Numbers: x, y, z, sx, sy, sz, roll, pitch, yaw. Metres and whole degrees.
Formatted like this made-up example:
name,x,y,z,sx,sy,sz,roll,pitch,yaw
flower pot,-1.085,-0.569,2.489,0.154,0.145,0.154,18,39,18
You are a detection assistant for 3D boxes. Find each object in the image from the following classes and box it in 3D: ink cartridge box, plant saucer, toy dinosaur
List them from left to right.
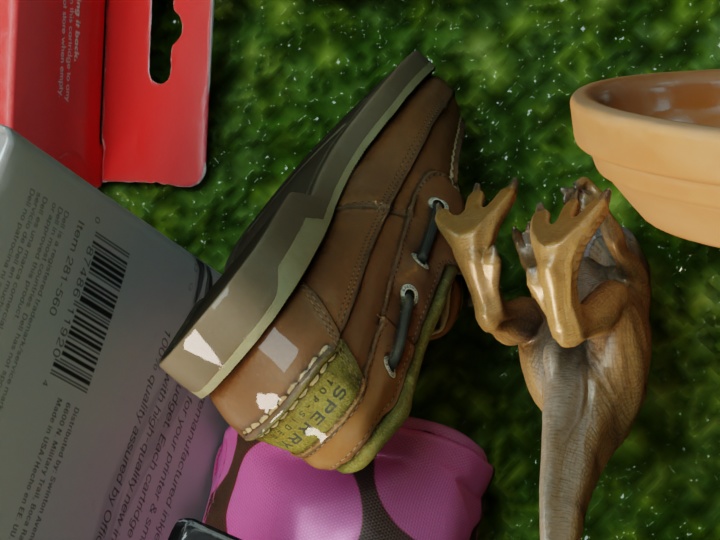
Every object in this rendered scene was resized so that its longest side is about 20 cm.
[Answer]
name,x,y,z,sx,sy,sz,roll,pitch,yaw
ink cartridge box,-0.153,-0.089,0.976,0.199,0.067,0.117,4,94,24
ink cartridge box,-0.108,0.051,0.854,0.084,0.200,0.146,12,77,28
toy dinosaur,0.065,0.031,0.812,0.060,0.106,0.200,-15,33,27
plant saucer,0.158,-0.029,0.784,0.200,0.200,0.038,6,100,24

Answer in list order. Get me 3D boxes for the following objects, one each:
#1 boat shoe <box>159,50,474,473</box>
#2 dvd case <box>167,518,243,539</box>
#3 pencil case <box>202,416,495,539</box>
name,x,y,z,sx,sy,sz,roll,pitch,yaw
boat shoe,0.000,0.000,0.862,0.068,0.200,0.072,39,123,-5
dvd case,0.010,0.178,0.798,0.200,0.025,0.151,25,81,-10
pencil case,-0.026,0.138,0.855,0.093,0.091,0.201,11,74,26
